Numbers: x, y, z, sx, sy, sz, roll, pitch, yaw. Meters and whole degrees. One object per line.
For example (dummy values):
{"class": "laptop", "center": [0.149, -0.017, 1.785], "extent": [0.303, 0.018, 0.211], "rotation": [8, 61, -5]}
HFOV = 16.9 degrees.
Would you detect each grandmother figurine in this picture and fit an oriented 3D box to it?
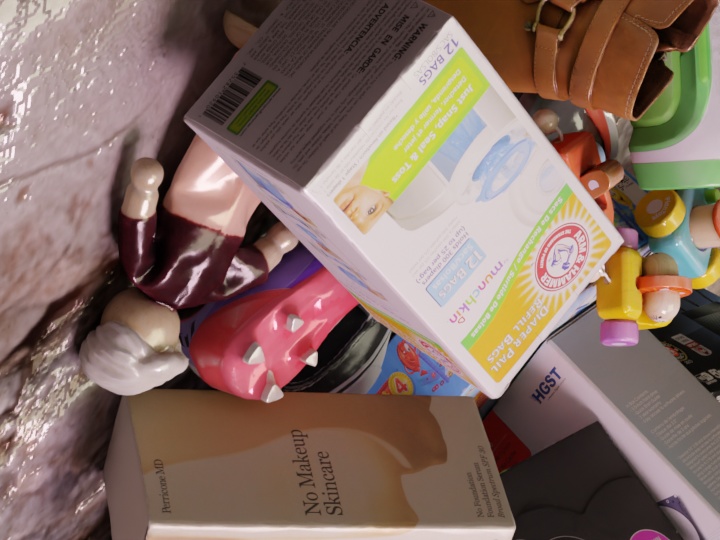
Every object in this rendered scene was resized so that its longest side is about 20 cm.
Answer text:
{"class": "grandmother figurine", "center": [-0.080, -0.026, 1.227], "extent": [0.121, 0.061, 0.200], "rotation": [25, 98, -37]}

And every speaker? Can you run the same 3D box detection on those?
{"class": "speaker", "center": [0.187, -0.147, 1.357], "extent": [0.088, 0.088, 0.200], "rotation": [-8, 95, -59]}

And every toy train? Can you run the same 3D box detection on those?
{"class": "toy train", "center": [0.172, -0.040, 1.432], "extent": [0.200, 0.056, 0.150], "rotation": [-28, 107, -52]}

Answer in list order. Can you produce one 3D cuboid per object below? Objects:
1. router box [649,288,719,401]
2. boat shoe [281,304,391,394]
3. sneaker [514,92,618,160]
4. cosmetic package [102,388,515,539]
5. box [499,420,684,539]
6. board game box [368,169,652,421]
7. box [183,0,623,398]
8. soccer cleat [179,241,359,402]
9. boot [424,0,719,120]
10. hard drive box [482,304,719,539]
{"class": "router box", "center": [0.220, 0.062, 1.750], "extent": [0.200, 0.150, 0.062], "rotation": [-13, 128, -58]}
{"class": "boat shoe", "center": [0.000, 0.000, 1.374], "extent": [0.200, 0.072, 0.068], "rotation": [-52, 156, -22]}
{"class": "sneaker", "center": [0.100, -0.109, 1.473], "extent": [0.082, 0.077, 0.200], "rotation": [-31, 148, -2]}
{"class": "cosmetic package", "center": [-0.029, 0.122, 1.287], "extent": [0.200, 0.105, 0.071], "rotation": [2, 131, -19]}
{"class": "box", "center": [0.084, 0.210, 1.463], "extent": [0.148, 0.124, 0.200], "rotation": [-23, 160, -42]}
{"class": "board game box", "center": [0.081, 0.042, 1.501], "extent": [0.196, 0.056, 0.200], "rotation": [-27, 159, -53]}
{"class": "box", "center": [0.026, -0.044, 1.196], "extent": [0.113, 0.101, 0.200], "rotation": [-50, 135, -8]}
{"class": "soccer cleat", "center": [-0.015, -0.006, 1.310], "extent": [0.200, 0.076, 0.067], "rotation": [-40, 135, -22]}
{"class": "boot", "center": [0.089, -0.114, 1.316], "extent": [0.200, 0.155, 0.077], "rotation": [-53, 155, -6]}
{"class": "hard drive box", "center": [0.172, 0.142, 1.518], "extent": [0.077, 0.200, 0.156], "rotation": [-31, 161, -42]}
